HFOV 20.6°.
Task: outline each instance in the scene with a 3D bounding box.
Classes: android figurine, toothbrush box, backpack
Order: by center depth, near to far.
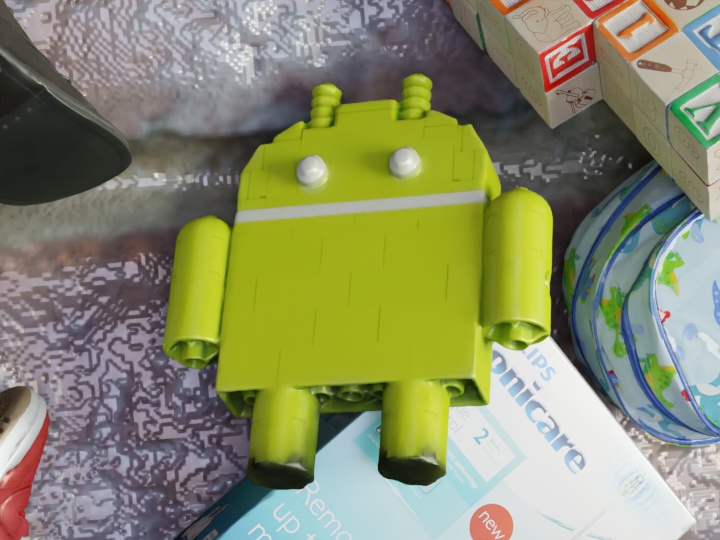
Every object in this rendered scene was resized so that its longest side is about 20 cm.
[{"bbox_3d":[0.000,0.000,0.900,0.180,0.041,0.202,-3,63,17],"label":"android figurine"},{"bbox_3d":[0.033,0.124,0.934,0.200,0.085,0.147,-39,97,-8],"label":"toothbrush box"},{"bbox_3d":[0.193,-0.001,0.938,0.198,0.154,0.164,-20,110,5],"label":"backpack"}]

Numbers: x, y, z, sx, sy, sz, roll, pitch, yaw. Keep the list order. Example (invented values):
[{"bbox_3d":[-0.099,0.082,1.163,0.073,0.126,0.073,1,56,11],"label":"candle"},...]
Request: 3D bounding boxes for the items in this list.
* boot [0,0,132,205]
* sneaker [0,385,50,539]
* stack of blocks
[{"bbox_3d":[-0.177,-0.135,0.885,0.069,0.200,0.175,-23,63,14],"label":"boot"},{"bbox_3d":[-0.170,0.162,0.910,0.112,0.071,0.201,33,75,-20],"label":"sneaker"},{"bbox_3d":[0.123,-0.119,0.901,0.115,0.059,0.200,-32,59,-8],"label":"stack of blocks"}]
